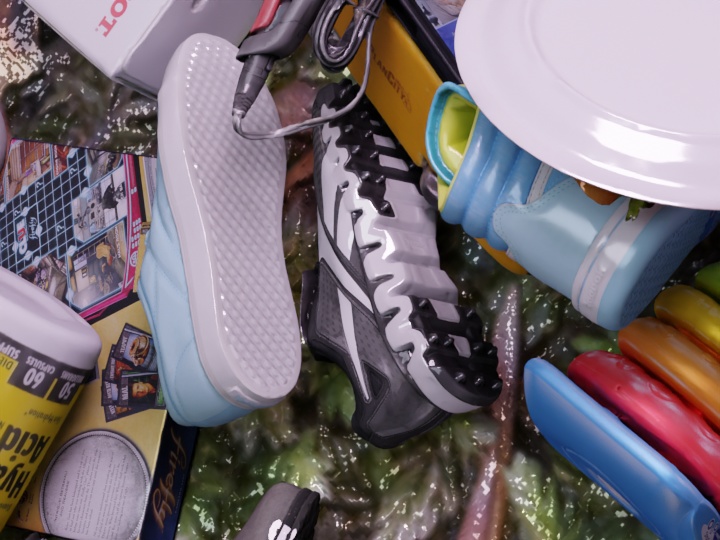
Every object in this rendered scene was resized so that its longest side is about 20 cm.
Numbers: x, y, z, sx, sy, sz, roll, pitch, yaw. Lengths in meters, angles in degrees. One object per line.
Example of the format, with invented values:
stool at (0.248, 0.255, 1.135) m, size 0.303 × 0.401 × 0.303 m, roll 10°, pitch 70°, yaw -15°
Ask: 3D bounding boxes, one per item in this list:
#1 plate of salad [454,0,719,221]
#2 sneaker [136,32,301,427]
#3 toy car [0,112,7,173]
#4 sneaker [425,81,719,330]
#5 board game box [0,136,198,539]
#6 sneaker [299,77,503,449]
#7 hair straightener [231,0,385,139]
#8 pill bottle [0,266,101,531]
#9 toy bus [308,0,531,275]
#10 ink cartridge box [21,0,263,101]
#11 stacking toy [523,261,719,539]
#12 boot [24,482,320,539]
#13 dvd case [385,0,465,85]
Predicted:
plate of salad at (0.138, -0.082, 1.260) m, size 0.200 × 0.200 × 0.048 m, roll 33°, pitch 137°, yaw 29°
sneaker at (-0.084, -0.018, 1.446) m, size 0.082 × 0.074 × 0.201 m, roll -28°, pitch 56°, yaw 39°
toy car at (-0.291, -0.028, 1.560) m, size 0.199 × 0.175 × 0.151 m, roll 14°, pitch 120°, yaw 29°
sneaker at (0.106, -0.063, 1.318) m, size 0.130 × 0.200 × 0.080 m, roll 29°, pitch 125°, yaw 13°
board game box at (-0.140, 0.038, 1.519) m, size 0.135 × 0.035 × 0.201 m, roll 9°, pitch 83°, yaw 29°
sneaker at (0.000, 0.000, 1.434) m, size 0.090 × 0.066 × 0.201 m, roll -40°, pitch 54°, yaw 32°
hair straightener at (-0.003, -0.148, 1.366) m, size 0.077 × 0.041 × 0.201 m, roll 24°, pitch 85°, yaw 27°
pill bottle at (-0.222, 0.094, 1.466) m, size 0.111 × 0.111 × 0.201 m, roll 32°, pitch 95°, yaw 29°
toy bus at (0.048, -0.094, 1.418) m, size 0.078 × 0.065 × 0.200 m, roll -21°, pitch 61°, yaw -25°
ink cartridge box at (-0.128, -0.199, 1.538) m, size 0.200 × 0.084 × 0.146 m, roll 42°, pitch 99°, yaw 28°
stacking toy at (0.180, 0.026, 1.329) m, size 0.110 × 0.116 × 0.200 m, roll 39°, pitch 84°, yaw 29°
boot at (-0.116, 0.165, 1.437) m, size 0.130 × 0.068 × 0.201 m, roll 33°, pitch 97°, yaw 9°
dvd case at (0.062, -0.170, 1.421) m, size 0.142 × 0.018 × 0.200 m, roll -23°, pitch 63°, yaw -22°
